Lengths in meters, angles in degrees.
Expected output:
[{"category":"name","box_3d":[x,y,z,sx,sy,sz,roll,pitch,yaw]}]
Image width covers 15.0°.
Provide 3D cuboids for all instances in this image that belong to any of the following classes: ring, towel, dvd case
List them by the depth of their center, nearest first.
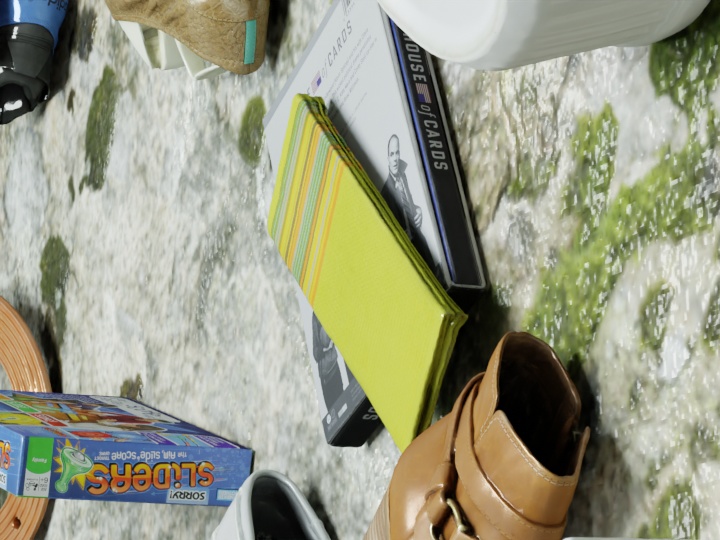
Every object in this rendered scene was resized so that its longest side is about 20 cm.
[{"category":"towel","box_3d":[0.000,0.000,1.314,0.200,0.018,0.087,-123,37,-50]},{"category":"dvd case","box_3d":[0.002,-0.036,1.357,0.150,0.025,0.201,126,141,-49]},{"category":"ring","box_3d":[-0.264,0.109,1.855,0.200,0.019,0.202,3,94,47]}]

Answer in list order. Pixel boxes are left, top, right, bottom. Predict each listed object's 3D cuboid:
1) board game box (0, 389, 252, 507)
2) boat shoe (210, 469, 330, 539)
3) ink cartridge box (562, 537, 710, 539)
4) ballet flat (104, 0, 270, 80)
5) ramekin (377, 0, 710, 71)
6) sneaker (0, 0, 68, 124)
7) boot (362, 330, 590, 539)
[{"category":"board game box","box_3d":[-0.161,0.098,1.558,0.200,0.134,0.035,-166,82,-65]},{"category":"boat shoe","box_3d":[-0.027,0.173,1.350,0.200,0.071,0.069,-110,32,-57]},{"category":"ink cartridge box","box_3d":[0.119,0.215,0.999,0.201,0.085,0.148,-114,36,-48]},{"category":"ballet flat","box_3d":[-0.102,-0.147,1.568,0.200,0.067,0.073,24,127,60]},{"category":"ramekin","box_3d":[0.055,-0.173,1.100,0.202,0.094,0.203,48,151,38]},{"category":"sneaker","box_3d":[-0.260,-0.157,1.873,0.199,0.076,0.112,3,80,59]},{"category":"boot","box_3d":[0.063,0.140,1.163,0.201,0.076,0.156,-101,32,-44]}]
